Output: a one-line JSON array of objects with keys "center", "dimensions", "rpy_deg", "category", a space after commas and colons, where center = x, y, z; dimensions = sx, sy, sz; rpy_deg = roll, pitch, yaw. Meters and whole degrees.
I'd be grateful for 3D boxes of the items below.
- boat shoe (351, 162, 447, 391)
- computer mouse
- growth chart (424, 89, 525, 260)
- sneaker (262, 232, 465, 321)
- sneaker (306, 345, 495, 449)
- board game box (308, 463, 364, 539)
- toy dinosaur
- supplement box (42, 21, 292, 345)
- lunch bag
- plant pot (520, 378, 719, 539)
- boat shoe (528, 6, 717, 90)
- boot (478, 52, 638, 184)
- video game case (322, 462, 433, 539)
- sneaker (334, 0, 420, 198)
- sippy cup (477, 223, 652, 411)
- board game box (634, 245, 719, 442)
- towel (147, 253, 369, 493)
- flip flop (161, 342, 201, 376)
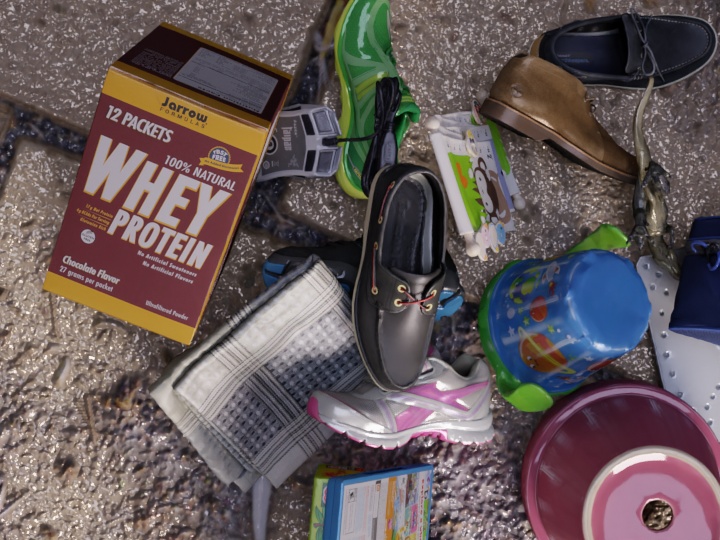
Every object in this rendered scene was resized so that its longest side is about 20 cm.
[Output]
[{"center": [0.037, 0.008, 1.007], "dimensions": [0.072, 0.063, 0.205], "rpy_deg": [2, 94, -20], "category": "boat shoe"}, {"center": [-0.048, -0.124, 1.084], "dimensions": [0.197, 0.044, 0.112], "rpy_deg": [3, 101, 28], "category": "computer mouse"}, {"center": [0.111, -0.090, 1.074], "dimensions": [0.018, 0.200, 0.147], "rpy_deg": [-20, 96, 25], "category": "growth chart"}, {"center": [0.000, 0.000, 1.093], "dimensions": [0.197, 0.074, 0.083], "rpy_deg": [7, 49, -20], "category": "sneaker"}, {"center": [0.041, 0.113, 1.078], "dimensions": [0.197, 0.081, 0.090], "rpy_deg": [2, 98, -30], "category": "sneaker"}, {"center": [-0.028, 0.290, 1.071], "dimensions": [0.047, 0.102, 0.204], "rpy_deg": [5, 87, 1], "category": "board game box"}, {"center": [0.275, -0.074, 1.084], "dimensions": [0.047, 0.088, 0.203], "rpy_deg": [-4, 111, 19], "category": "toy dinosaur"}, {"center": [-0.160, -0.082, 0.992], "dimensions": [0.131, 0.200, 0.200], "rpy_deg": [21, 110, -5], "category": "supplement box"}, {"center": [0.392, 0.014, 1.078], "dimensions": [0.197, 0.136, 0.134], "rpy_deg": [19, 84, -20], "category": "lunch bag"}, {"center": [0.252, 0.210, 1.056], "dimensions": [0.196, 0.179, 0.204], "rpy_deg": [0, 91, 3], "category": "plant pot"}, {"center": [0.268, -0.221, 1.146], "dimensions": [0.196, 0.062, 0.076], "rpy_deg": [-5, 87, -8], "category": "boat shoe"}, {"center": [0.215, -0.143, 1.113], "dimensions": [0.198, 0.074, 0.076], "rpy_deg": [25, 93, -22], "category": "boot"}, {"center": [0.016, 0.255, 1.041], "dimensions": [0.018, 0.199, 0.146], "rpy_deg": [3, 86, 27], "category": "video game case"}, {"center": [0.021, -0.171, 1.100], "dimensions": [0.082, 0.074, 0.204], "rpy_deg": [3, 96, 30], "category": "sneaker"}, {"center": [0.198, 0.042, 1.074], "dimensions": [0.137, 0.130, 0.181], "rpy_deg": [3, 74, -24], "category": "sippy cup"}, {"center": [0.390, 0.065, 1.167], "dimensions": [0.197, 0.026, 0.203], "rpy_deg": [-13, 89, -6], "category": "board game box"}, {"center": [-0.073, 0.106, 1.053], "dimensions": [0.199, 0.035, 0.193], "rpy_deg": [-39, 136, -6], "category": "towel"}, {"center": [-0.100, 0.073, 1.092], "dimensions": [0.198, 0.058, 0.082], "rpy_deg": [-28, 91, -13], "category": "flip flop"}]
